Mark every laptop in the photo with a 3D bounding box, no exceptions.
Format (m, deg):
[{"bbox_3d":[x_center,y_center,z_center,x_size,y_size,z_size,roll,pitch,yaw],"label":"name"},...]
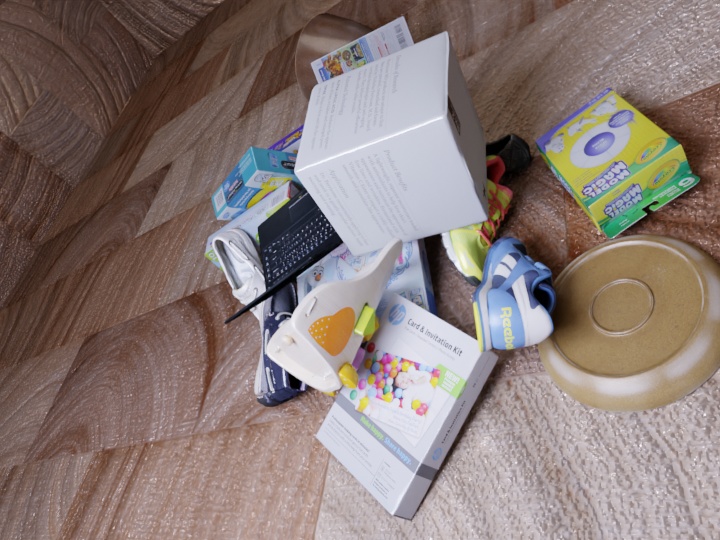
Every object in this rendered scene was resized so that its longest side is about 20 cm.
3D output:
[{"bbox_3d":[-0.110,-0.041,0.815,0.175,0.102,0.205,-32,54,28],"label":"laptop"}]

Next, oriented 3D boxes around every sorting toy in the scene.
[{"bbox_3d":[-0.014,0.045,0.709,0.182,0.106,0.200,-54,4,-22],"label":"sorting toy"}]

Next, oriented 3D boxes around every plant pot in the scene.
[{"bbox_3d":[-0.004,-0.423,1.208,0.196,0.188,0.190,21,71,35],"label":"plant pot"},{"bbox_3d":[0.267,0.042,0.591,0.196,0.027,0.204,-28,39,25],"label":"plant pot"}]

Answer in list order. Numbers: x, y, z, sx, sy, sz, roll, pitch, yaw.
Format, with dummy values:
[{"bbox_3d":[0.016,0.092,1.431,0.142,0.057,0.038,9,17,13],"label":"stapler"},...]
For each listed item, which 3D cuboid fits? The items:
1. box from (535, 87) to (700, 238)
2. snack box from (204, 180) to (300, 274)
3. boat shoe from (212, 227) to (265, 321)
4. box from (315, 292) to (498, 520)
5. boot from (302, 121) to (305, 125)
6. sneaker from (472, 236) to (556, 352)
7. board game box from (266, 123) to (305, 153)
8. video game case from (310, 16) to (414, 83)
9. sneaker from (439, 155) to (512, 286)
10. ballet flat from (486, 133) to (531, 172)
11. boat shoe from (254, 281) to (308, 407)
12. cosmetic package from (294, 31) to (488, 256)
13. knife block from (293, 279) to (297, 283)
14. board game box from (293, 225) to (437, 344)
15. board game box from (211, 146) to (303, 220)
[{"bbox_3d":[0.297,-0.130,0.693,0.116,0.048,0.203,-35,35,17],"label":"box"},{"bbox_3d":[-0.153,-0.046,1.017,0.196,0.142,0.054,-28,36,23],"label":"snack box"},{"bbox_3d":[-0.176,0.028,0.938,0.070,0.202,0.069,-36,-3,23],"label":"boat shoe"},{"bbox_3d":[0.049,0.148,0.674,0.154,0.041,0.204,28,86,47],"label":"box"},{"bbox_3d":[-0.072,-0.271,1.219,0.161,0.066,0.204,-25,37,26],"label":"boot"},{"bbox_3d":[0.175,0.023,0.640,0.080,0.076,0.201,-6,25,23],"label":"sneaker"},{"bbox_3d":[-0.093,-0.200,1.106,0.196,0.134,0.046,-25,39,29],"label":"board game box"},{"bbox_3d":[0.020,-0.368,1.110,0.195,0.147,0.018,-24,6,6],"label":"video game case"},{"bbox_3d":[0.157,-0.076,0.765,0.088,0.078,0.206,-17,52,31],"label":"sneaker"},{"bbox_3d":[0.163,-0.171,0.873,0.196,0.057,0.068,-3,53,45],"label":"ballet flat"},{"bbox_3d":[-0.106,0.094,0.868,0.092,0.073,0.207,-24,60,48],"label":"boat shoe"},{"bbox_3d":[0.047,-0.152,0.737,0.194,0.166,0.169,-13,48,23],"label":"cosmetic package"},{"bbox_3d":[-0.015,-0.020,0.917,0.196,0.064,0.180,-15,47,37],"label":"knife block"},{"bbox_3d":[0.000,0.000,0.828,0.194,0.043,0.205,-18,62,21],"label":"board game box"},{"bbox_3d":[-0.139,-0.142,1.024,0.150,0.196,0.048,-36,65,41],"label":"board game box"}]
